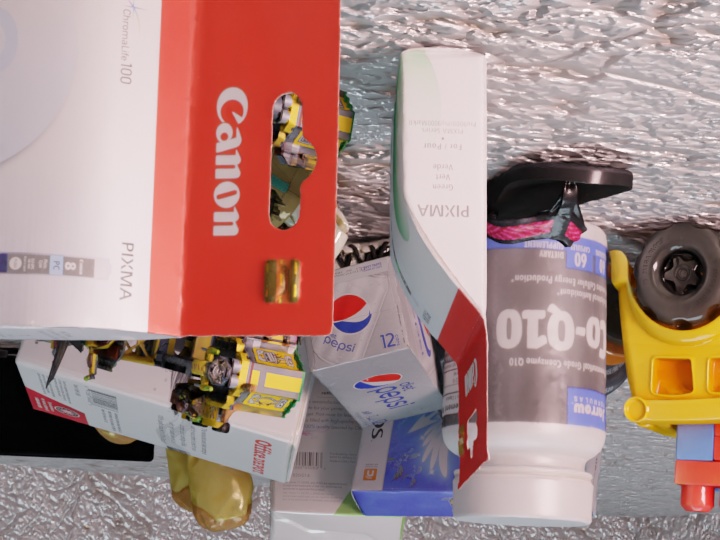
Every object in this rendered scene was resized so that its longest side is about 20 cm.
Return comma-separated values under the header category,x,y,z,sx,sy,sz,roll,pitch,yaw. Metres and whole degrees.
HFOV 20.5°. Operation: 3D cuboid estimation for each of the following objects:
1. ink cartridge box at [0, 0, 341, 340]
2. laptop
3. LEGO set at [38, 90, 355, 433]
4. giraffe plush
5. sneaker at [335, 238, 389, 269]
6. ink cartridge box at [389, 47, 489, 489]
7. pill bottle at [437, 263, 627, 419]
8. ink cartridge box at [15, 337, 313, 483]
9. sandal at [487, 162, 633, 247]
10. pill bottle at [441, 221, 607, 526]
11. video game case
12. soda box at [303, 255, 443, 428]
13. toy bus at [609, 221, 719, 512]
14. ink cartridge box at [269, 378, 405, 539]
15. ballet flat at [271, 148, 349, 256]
category,x,y,z,sx,sy,sz,roll,pitch,yaw
ink cartridge box,-0.110,-0.052,0.871,0.198,0.162,0.047,0,170,9
laptop,-0.299,0.145,2.052,0.185,0.117,0.200,3,169,-4
LEGO set,-0.096,-0.021,1.008,0.115,0.202,0.153,12,-174,-36
giraffe plush,-0.161,0.104,1.687,0.161,0.202,0.172,14,-170,-27
sneaker,0.000,0.000,1.410,0.199,0.076,0.087,9,151,-42
ink cartridge box,0.038,0.005,1.029,0.049,0.202,0.161,3,169,-1
pill bottle,0.140,0.059,1.514,0.105,0.107,0.200,7,158,-27
ink cartridge box,-0.131,0.073,1.406,0.198,0.085,0.144,17,163,1
sandal,0.104,-0.032,1.238,0.074,0.046,0.200,7,168,-25
pill bottle,0.112,0.071,1.360,0.112,0.202,0.114,1,169,0
video game case,0.103,0.115,1.651,0.198,0.183,0.046,-2,144,19
soda box,0.011,0.051,1.330,0.068,0.064,0.200,-14,163,7
toy bus,0.274,0.068,1.348,0.198,0.194,0.135,-5,166,25
ink cartridge box,-0.019,0.140,1.733,0.116,0.202,0.068,3,144,-1
ballet flat,-0.040,-0.027,1.210,0.063,0.069,0.200,26,176,16
